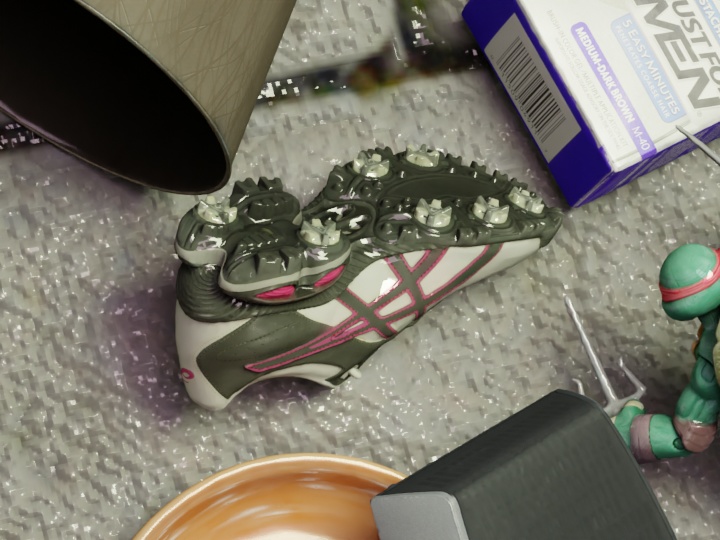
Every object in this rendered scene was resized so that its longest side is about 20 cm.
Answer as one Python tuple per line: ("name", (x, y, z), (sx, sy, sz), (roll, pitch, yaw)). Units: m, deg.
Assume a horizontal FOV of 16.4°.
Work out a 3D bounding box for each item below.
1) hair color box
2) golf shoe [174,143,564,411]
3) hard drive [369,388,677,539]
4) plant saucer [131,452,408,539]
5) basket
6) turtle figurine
("hair color box", (0.163, -0.123, 1.167), (0.200, 0.065, 0.109), (-26, 83, -22))
("golf shoe", (0.000, 0.000, 1.099), (0.200, 0.088, 0.077), (-12, 37, -35))
("hard drive", (0.093, 0.160, 1.051), (0.135, 0.042, 0.200), (-26, 95, -39))
("plant saucer", (-0.021, 0.178, 1.055), (0.200, 0.037, 0.200), (4, 75, -14))
("basket", (-0.087, -0.164, 1.086), (0.180, 0.136, 0.200), (33, 65, -8))
("turtle figurine", (0.173, 0.043, 1.100), (0.150, 0.101, 0.200), (-42, 110, -4))
